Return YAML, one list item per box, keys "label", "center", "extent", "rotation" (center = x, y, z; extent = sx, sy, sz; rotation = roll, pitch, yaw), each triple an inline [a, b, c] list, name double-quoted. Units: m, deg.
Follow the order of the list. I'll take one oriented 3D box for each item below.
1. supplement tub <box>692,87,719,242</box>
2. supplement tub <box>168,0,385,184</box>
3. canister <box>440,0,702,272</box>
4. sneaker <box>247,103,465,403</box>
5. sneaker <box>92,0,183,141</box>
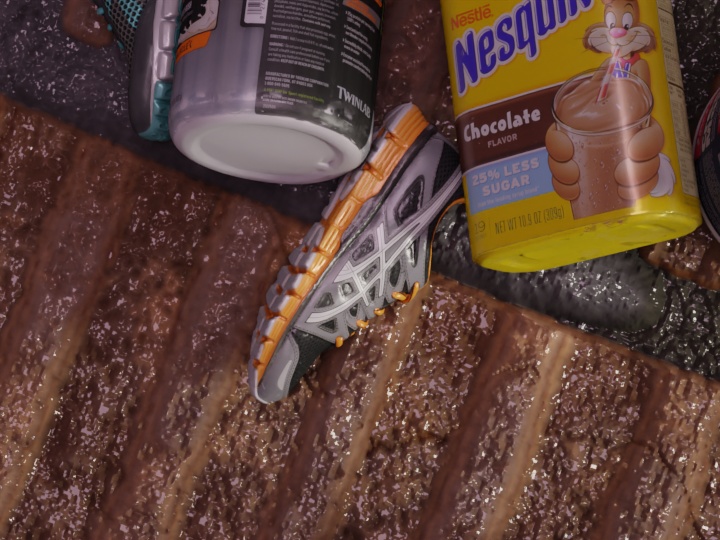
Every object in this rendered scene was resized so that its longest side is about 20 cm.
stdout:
- label: "supplement tub"
  center: [0.264, -0.067, 1.450]
  extent: [0.139, 0.200, 0.141]
  rotation: [0, 84, -1]
- label: "supplement tub"
  center: [-0.045, -0.163, 1.517]
  extent: [0.122, 0.123, 0.201]
  rotation: [4, 72, 5]
- label: "canister"
  center: [0.121, -0.111, 1.497]
  extent: [0.148, 0.086, 0.202]
  rotation: [-14, 76, 32]
- label: "sneaker"
  center: [0.000, 0.000, 1.533]
  extent: [0.077, 0.078, 0.201]
  rotation: [33, 94, -12]
- label: "sneaker"
  center: [-0.139, -0.178, 1.570]
  extent: [0.091, 0.078, 0.202]
  rotation: [-3, 80, 20]
